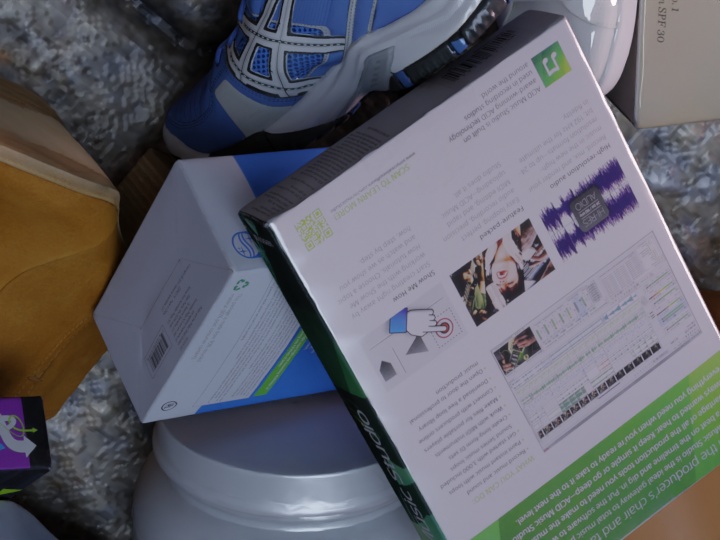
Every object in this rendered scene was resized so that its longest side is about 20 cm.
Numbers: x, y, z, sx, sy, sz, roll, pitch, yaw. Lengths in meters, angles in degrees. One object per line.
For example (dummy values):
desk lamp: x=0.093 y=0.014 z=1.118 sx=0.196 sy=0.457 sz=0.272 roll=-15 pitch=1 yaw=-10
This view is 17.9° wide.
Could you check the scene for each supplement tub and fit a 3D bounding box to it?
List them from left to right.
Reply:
supplement tub: x=-0.030 y=0.147 z=1.023 sx=0.144 sy=0.145 sz=0.202 roll=-5 pitch=117 yaw=-14

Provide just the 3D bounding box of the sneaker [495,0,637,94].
sneaker: x=0.056 y=-0.158 z=0.923 sx=0.084 sy=0.072 sz=0.202 roll=-30 pitch=113 yaw=-47

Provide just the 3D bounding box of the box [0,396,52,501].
box: x=-0.243 y=0.090 z=0.913 sx=0.199 sy=0.036 sz=0.143 roll=1 pitch=159 yaw=-33

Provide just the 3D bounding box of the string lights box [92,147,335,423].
string lights box: x=0.000 y=0.000 z=0.953 sx=0.199 sy=0.059 sz=0.103 roll=-7 pitch=147 yaw=-37

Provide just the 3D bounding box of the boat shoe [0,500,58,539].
boat shoe: x=-0.156 y=0.143 z=0.982 sx=0.066 sy=0.200 sz=0.071 roll=-18 pitch=80 yaw=7

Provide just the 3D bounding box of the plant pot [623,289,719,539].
plant pot: x=0.127 y=0.098 z=1.033 sx=0.198 sy=0.200 sz=0.141 roll=-20 pitch=102 yaw=-6

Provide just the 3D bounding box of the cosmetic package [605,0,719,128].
cosmetic package: x=0.202 y=-0.131 z=1.000 sx=0.198 sy=0.073 sz=0.104 roll=-8 pitch=117 yaw=-11

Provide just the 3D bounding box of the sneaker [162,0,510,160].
sneaker: x=-0.019 y=-0.101 z=0.916 sx=0.077 sy=0.076 sz=0.199 roll=49 pitch=134 yaw=-12

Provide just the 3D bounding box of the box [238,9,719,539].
box: x=0.059 y=0.022 z=0.888 sx=0.144 sy=0.036 sz=0.201 roll=-34 pitch=111 yaw=-14

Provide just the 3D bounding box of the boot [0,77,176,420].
boot: x=-0.153 y=0.002 z=0.927 sx=0.144 sy=0.071 sz=0.201 roll=-50 pitch=147 yaw=13
